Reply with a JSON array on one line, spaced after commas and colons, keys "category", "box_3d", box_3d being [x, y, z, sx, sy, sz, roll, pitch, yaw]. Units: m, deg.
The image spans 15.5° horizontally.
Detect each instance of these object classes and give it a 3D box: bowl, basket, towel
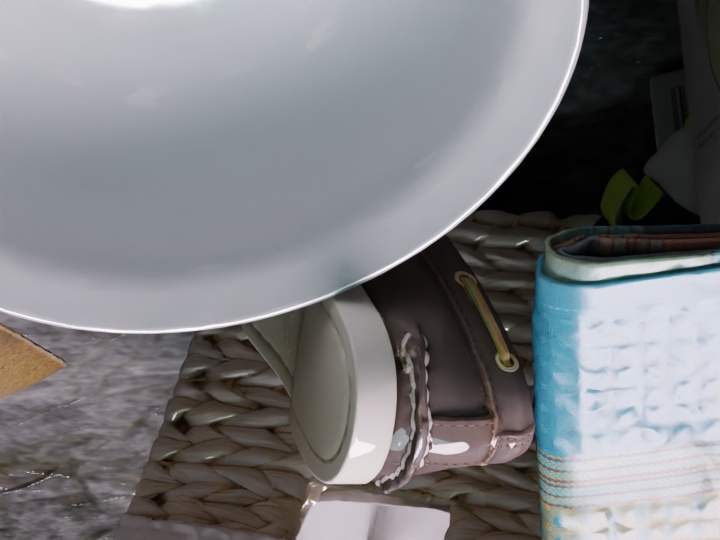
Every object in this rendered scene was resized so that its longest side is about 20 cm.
[{"category": "bowl", "box_3d": [-0.047, -0.082, 0.702, 0.201, 0.090, 0.201, -9, 138, -9]}, {"category": "basket", "box_3d": [0.047, 0.079, 0.975, 0.198, 0.161, 0.200, 6, 162, 26]}, {"category": "towel", "box_3d": [0.125, 0.064, 0.785, 0.147, 0.022, 0.200, -4, 129, 0]}]

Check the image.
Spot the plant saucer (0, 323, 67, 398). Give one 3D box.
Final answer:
[{"category": "plant saucer", "box_3d": [-0.182, -0.004, 0.771, 0.200, 0.035, 0.200, 27, 174, 3]}]

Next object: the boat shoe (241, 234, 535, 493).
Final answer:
[{"category": "boat shoe", "box_3d": [0.000, 0.000, 0.824, 0.060, 0.200, 0.072, 3, 117, -17]}]

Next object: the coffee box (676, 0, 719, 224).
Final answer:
[{"category": "coffee box", "box_3d": [0.166, -0.092, 0.710, 0.080, 0.114, 0.200, 6, 155, -20]}]

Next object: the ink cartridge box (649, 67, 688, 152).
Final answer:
[{"category": "ink cartridge box", "box_3d": [0.188, -0.024, 0.948, 0.109, 0.050, 0.200, -14, 155, 22]}]

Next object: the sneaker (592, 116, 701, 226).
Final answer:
[{"category": "sneaker", "box_3d": [0.128, 0.021, 0.863, 0.083, 0.072, 0.200, -36, 131, -1]}]

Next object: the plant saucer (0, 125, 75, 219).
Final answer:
[{"category": "plant saucer", "box_3d": [-0.150, -0.037, 0.829, 0.200, 0.037, 0.200, 18, 167, 4]}]
